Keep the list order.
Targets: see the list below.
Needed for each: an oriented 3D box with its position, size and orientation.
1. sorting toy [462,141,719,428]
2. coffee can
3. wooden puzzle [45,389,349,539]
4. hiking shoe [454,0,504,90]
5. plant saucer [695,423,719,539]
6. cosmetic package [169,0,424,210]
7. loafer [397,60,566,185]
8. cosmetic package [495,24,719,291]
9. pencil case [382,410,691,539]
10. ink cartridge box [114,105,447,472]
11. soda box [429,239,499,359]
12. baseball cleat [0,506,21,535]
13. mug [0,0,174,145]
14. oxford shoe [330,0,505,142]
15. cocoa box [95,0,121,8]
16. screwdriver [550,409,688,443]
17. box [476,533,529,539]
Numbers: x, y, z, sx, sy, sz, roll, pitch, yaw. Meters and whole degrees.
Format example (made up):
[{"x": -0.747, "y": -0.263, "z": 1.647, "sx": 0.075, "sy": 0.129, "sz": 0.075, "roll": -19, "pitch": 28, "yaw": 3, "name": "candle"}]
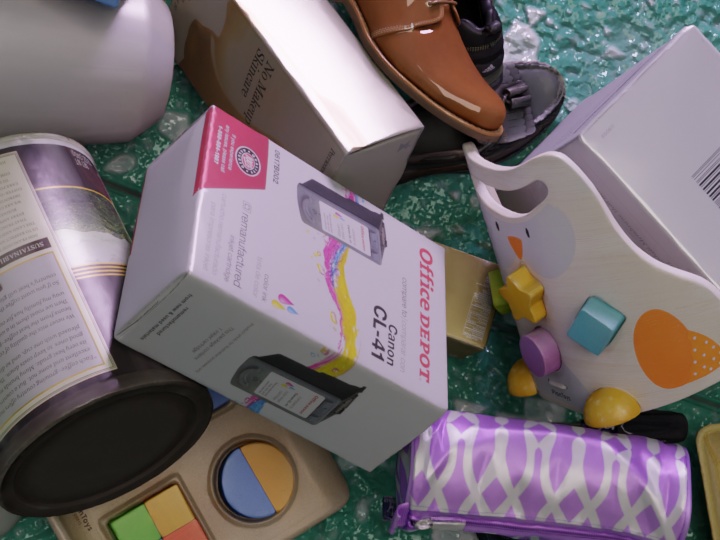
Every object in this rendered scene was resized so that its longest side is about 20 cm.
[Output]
[{"x": 0.132, "y": -0.005, "z": 1.099, "sx": 0.106, "sy": 0.200, "sz": 0.181, "roll": -34, "pitch": 111, "yaw": -18, "name": "sorting toy"}, {"x": -0.201, "y": 0.034, "z": 1.064, "sx": 0.145, "sy": 0.147, "sz": 0.201, "roll": -23, "pitch": 64, "yaw": -15, "name": "coffee can"}, {"x": -0.126, "y": 0.127, "z": 1.147, "sx": 0.199, "sy": 0.046, "sz": 0.186, "roll": -30, "pitch": 89, "yaw": -18, "name": "wooden puzzle"}, {"x": 0.051, "y": -0.225, "z": 1.199, "sx": 0.075, "sy": 0.101, "sz": 0.201, "roll": -25, "pitch": 67, "yaw": -22, "name": "hiking shoe"}, {"x": 0.350, "y": 0.206, "z": 1.247, "sx": 0.198, "sy": 0.048, "sz": 0.202, "roll": -7, "pitch": 83, "yaw": -14, "name": "plant saucer"}, {"x": -0.051, "y": -0.130, "z": 1.140, "sx": 0.071, "sy": 0.106, "sz": 0.201, "roll": -21, "pitch": 63, "yaw": -33, "name": "cosmetic package"}, {"x": 0.070, "y": -0.108, "z": 1.222, "sx": 0.198, "sy": 0.063, "sz": 0.073, "roll": -21, "pitch": 86, "yaw": -15, "name": "loafer"}, {"x": 0.223, "y": -0.037, "z": 1.175, "sx": 0.123, "sy": 0.200, "sz": 0.200, "roll": -43, "pitch": 92, "yaw": -14, "name": "cosmetic package"}, {"x": 0.115, "y": 0.141, "z": 1.065, "sx": 0.198, "sy": 0.085, "sz": 0.086, "roll": 5, "pitch": 38, "yaw": 0, "name": "pencil case"}, {"x": -0.044, "y": 0.012, "z": 1.039, "sx": 0.199, "sy": 0.086, "sz": 0.149, "roll": 29, "pitch": 41, "yaw": -26, "name": "ink cartridge box"}, {"x": 0.000, "y": 0.000, "z": 1.188, "sx": 0.198, "sy": 0.068, "sz": 0.065, "roll": 20, "pitch": 77, "yaw": -9, "name": "soda box"}, {"x": -0.310, "y": 0.104, "z": 1.103, "sx": 0.106, "sy": 0.070, "sz": 0.201, "roll": -33, "pitch": 89, "yaw": -15, "name": "baseball cleat"}, {"x": -0.210, "y": -0.168, "z": 1.132, "sx": 0.151, "sy": 0.149, "sz": 0.189, "roll": 3, "pitch": 87, "yaw": -20, "name": "mug"}, {"x": 0.039, "y": -0.174, "z": 1.119, "sx": 0.071, "sy": 0.071, "sz": 0.201, "roll": -44, "pitch": 77, "yaw": 28, "name": "oxford shoe"}, {"x": -0.177, "y": -0.295, "z": 1.052, "sx": 0.132, "sy": 0.132, "sz": 0.202, "roll": 19, "pitch": 116, "yaw": -4, "name": "cocoa box"}, {"x": 0.149, "y": 0.116, "z": 1.229, "sx": 0.198, "sy": 0.029, "sz": 0.028, "roll": 2, "pitch": 82, "yaw": -9, "name": "screwdriver"}, {"x": 0.177, "y": 0.246, "z": 1.163, "sx": 0.105, "sy": 0.122, "sz": 0.202, "roll": -23, "pitch": 87, "yaw": -14, "name": "box"}]
